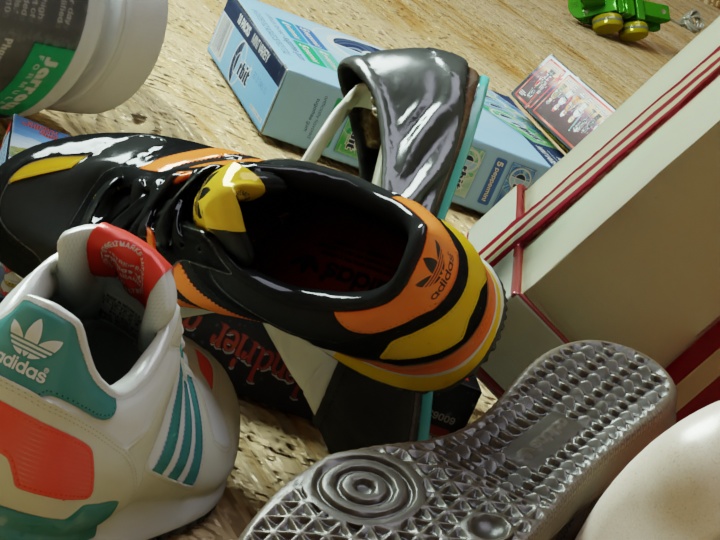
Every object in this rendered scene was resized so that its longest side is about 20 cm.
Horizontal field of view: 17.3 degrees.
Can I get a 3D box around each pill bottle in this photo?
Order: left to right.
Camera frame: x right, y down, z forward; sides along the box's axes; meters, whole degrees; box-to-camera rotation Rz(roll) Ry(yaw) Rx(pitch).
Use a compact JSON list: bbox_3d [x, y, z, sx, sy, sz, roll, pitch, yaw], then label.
[{"bbox_3d":[-0.189,-0.129,1.073,0.113,0.113,0.200,35,19,36],"label":"pill bottle"}]

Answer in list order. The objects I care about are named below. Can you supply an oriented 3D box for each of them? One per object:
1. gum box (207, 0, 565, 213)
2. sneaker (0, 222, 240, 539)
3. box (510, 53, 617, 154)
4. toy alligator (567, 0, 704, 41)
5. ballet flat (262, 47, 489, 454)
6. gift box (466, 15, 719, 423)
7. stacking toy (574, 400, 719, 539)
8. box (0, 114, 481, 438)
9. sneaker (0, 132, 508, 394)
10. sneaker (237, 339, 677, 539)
[{"bbox_3d":[0.020,-0.093,1.413,0.200,0.045,0.170,18,15,-21],"label":"gum box"},{"bbox_3d":[-0.073,0.031,0.735,0.070,0.093,0.200,27,15,11],"label":"sneaker"},{"bbox_3d":[0.176,-0.044,1.405,0.137,0.040,0.200,42,5,-28],"label":"box"},{"bbox_3d":[0.267,-0.258,2.372,0.054,0.059,0.200,-17,-18,41],"label":"toy alligator"},{"bbox_3d":[0.000,0.000,0.879,0.068,0.068,0.200,14,56,-5],"label":"ballet flat"},{"bbox_3d":[0.150,0.031,0.920,0.200,0.187,0.185,48,15,-4],"label":"gift box"},{"bbox_3d":[0.168,0.138,0.741,0.200,0.146,0.146,35,6,-34],"label":"stacking toy"},{"bbox_3d":[-0.056,0.006,0.958,0.200,0.038,0.137,21,15,-13],"label":"box"},{"bbox_3d":[-0.050,-0.018,0.808,0.200,0.070,0.090,15,-17,20],"label":"sneaker"},{"bbox_3d":[0.035,0.092,0.766,0.070,0.076,0.200,32,39,32],"label":"sneaker"}]
